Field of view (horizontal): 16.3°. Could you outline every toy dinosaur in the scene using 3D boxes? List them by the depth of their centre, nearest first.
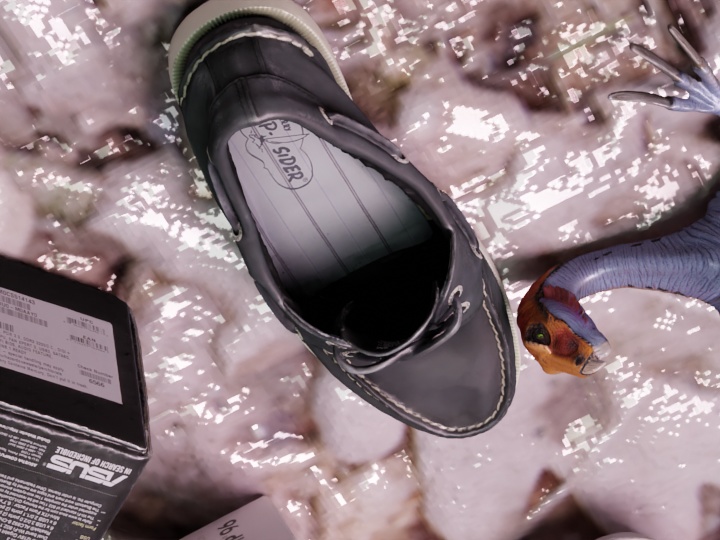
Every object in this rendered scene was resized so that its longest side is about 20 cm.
[{"bbox_3d":[0.153,0.008,0.867,0.181,0.105,0.200,-17,143,26],"label":"toy dinosaur"}]

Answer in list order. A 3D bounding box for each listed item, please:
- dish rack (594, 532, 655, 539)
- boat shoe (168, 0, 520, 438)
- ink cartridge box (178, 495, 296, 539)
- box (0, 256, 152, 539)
[{"bbox_3d":[0.077,0.201,0.989,0.200,0.044,0.172,-34,105,13],"label":"dish rack"},{"bbox_3d":[0.002,-0.001,0.835,0.074,0.066,0.200,-24,127,5],"label":"boat shoe"},{"bbox_3d":[-0.027,0.159,0.888,0.068,0.116,0.200,-28,106,-6],"label":"ink cartridge box"},{"bbox_3d":[-0.193,0.064,0.828,0.200,0.086,0.164,19,119,-23],"label":"box"}]
